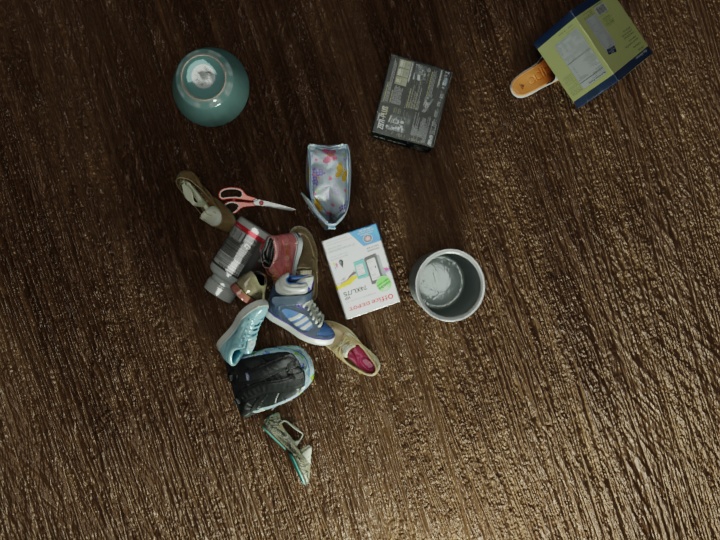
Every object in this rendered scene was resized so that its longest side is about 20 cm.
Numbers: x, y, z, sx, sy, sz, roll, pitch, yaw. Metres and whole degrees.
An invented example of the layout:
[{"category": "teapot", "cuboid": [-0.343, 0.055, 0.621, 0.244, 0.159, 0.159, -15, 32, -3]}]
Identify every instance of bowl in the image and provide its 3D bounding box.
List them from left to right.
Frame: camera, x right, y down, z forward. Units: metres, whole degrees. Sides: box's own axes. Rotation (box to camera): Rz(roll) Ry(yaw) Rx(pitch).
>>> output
[{"category": "bowl", "cuboid": [-0.382, -0.468, 1.705, 0.198, 0.105, 0.204, 0, 93, -3]}]

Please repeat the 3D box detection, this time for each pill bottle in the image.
[{"category": "pill bottle", "cuboid": [-0.308, -0.024, 1.718, 0.110, 0.111, 0.201, 32, 90, -3]}]

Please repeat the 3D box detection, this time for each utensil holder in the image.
[{"category": "utensil holder", "cuboid": [0.208, 0.031, 1.697, 0.167, 0.200, 0.173, 0, 92, -2]}]

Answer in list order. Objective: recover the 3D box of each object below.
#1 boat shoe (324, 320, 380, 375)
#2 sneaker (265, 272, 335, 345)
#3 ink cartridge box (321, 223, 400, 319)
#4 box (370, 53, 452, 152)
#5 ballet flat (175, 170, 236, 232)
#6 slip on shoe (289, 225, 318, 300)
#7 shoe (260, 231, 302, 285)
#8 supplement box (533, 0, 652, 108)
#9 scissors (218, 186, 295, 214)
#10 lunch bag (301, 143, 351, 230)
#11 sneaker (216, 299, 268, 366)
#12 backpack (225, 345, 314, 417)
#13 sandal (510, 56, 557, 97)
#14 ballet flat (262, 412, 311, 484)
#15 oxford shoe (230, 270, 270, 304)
[{"category": "boat shoe", "cuboid": [-0.030, 0.200, 1.757, 0.199, 0.069, 0.074, 36, 91, -2]}, {"category": "sneaker", "cuboid": [-0.128, 0.086, 1.677, 0.198, 0.081, 0.147, 27, 116, -8]}, {"category": "ink cartridge box", "cuboid": [0.000, 0.000, 1.714, 0.145, 0.146, 0.202, -18, 93, -1]}, {"category": "box", "cuboid": [0.127, -0.421, 1.735, 0.162, 0.086, 0.203, 14, 91, -3]}, {"category": "ballet flat", "cuboid": [-0.397, -0.169, 1.726, 0.068, 0.072, 0.201, -37, 94, 23]}, {"category": "slip on shoe", "cuboid": [-0.147, -0.014, 1.750, 0.075, 0.061, 0.203, -3, 92, -2]}, {"category": "shoe", "cuboid": [-0.209, 0.001, 1.707, 0.090, 0.071, 0.202, -6, 119, -42]}, {"category": "supplement box", "cuboid": [0.575, -0.550, 1.686, 0.199, 0.134, 0.201, -38, 94, -33]}, {"category": "scissors", "cuboid": [-0.267, -0.183, 1.763, 0.197, 0.014, 0.074, -4, 90, -1]}, {"category": "lunch bag", "cuboid": [-0.084, -0.202, 1.692, 0.125, 0.170, 0.203, -2, 93, -4]}, {"category": "sneaker", "cuboid": [-0.272, 0.155, 1.660, 0.200, 0.073, 0.082, -50, 64, 30]}, {"category": "backpack", "cuboid": [-0.217, 0.263, 1.723, 0.198, 0.153, 0.165, -22, 85, 27]}, {"category": "sandal", "cuboid": [0.483, -0.515, 1.760, 0.206, 0.059, 0.080, -35, 93, -1]}, {"category": "ballet flat", "cuboid": [-0.172, 0.454, 1.767, 0.075, 0.068, 0.201, -36, 91, -16]}, {"category": "oxford shoe", "cuboid": [-0.249, 0.046, 1.679, 0.070, 0.200, 0.075, 43, 91, 11]}]
